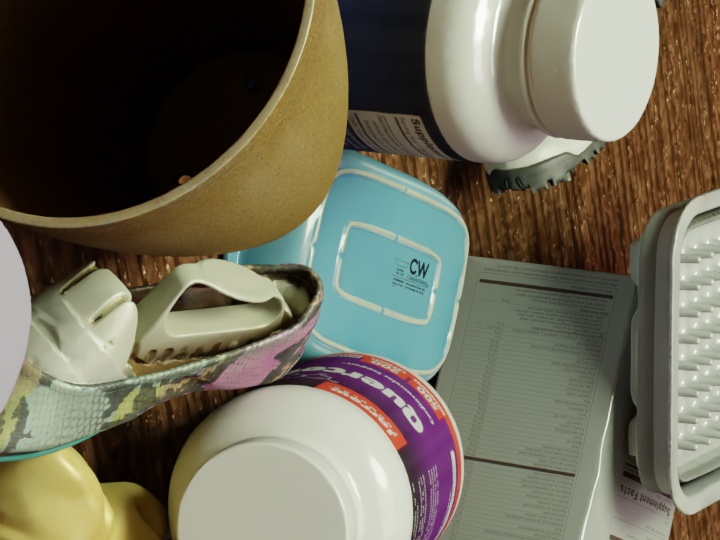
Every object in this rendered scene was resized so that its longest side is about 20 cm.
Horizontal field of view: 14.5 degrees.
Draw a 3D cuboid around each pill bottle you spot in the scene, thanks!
[{"bbox_3d":[-0.021,0.102,1.305,0.200,0.112,0.113,-23,117,-77],"label":"pill bottle"},{"bbox_3d":[0.032,-0.108,1.316,0.111,0.200,0.111,-16,109,-56],"label":"pill bottle"}]

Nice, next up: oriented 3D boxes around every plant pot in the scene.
[{"bbox_3d":[-0.078,-0.081,1.194,0.200,0.186,0.187,42,61,-67],"label":"plant pot"}]

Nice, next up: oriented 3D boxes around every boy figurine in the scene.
[{"bbox_3d":[-0.118,0.149,1.255,0.200,0.064,0.124,60,36,-41],"label":"boy figurine"}]

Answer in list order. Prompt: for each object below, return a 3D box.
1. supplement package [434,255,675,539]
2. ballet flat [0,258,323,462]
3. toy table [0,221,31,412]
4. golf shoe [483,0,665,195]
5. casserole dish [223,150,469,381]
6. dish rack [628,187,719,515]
[{"bbox_3d":[0.105,0.106,1.553,0.109,0.114,0.200,28,73,-56],"label":"supplement package"},{"bbox_3d":[-0.096,0.026,1.210,0.200,0.069,0.071,-12,144,-42],"label":"ballet flat"},{"bbox_3d":[-0.225,0.018,1.018,0.200,0.117,0.184,13,85,-58],"label":"toy table"},{"bbox_3d":[0.102,-0.128,1.549,0.095,0.078,0.200,59,39,-36],"label":"golf shoe"},{"bbox_3d":[0.000,0.000,1.439,0.200,0.039,0.121,22,78,-58],"label":"casserole dish"},{"bbox_3d":[0.197,0.031,1.538,0.200,0.043,0.172,-18,112,-56],"label":"dish rack"}]
